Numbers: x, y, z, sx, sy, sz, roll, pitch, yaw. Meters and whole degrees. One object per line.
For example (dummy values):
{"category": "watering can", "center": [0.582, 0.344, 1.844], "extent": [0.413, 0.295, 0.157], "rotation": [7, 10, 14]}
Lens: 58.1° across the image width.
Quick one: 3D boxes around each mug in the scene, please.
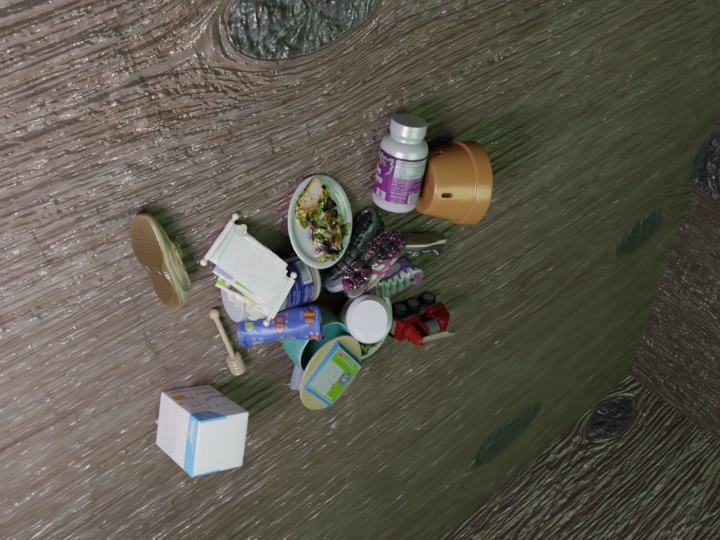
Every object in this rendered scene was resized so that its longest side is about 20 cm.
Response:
{"category": "mug", "center": [-0.120, 0.172, 1.591], "extent": [0.150, 0.114, 0.188], "rotation": [-17, 132, -36]}

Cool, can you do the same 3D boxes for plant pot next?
{"category": "plant pot", "center": [0.207, -0.211, 1.566], "extent": [0.137, 0.201, 0.203], "rotation": [-4, 125, -22]}

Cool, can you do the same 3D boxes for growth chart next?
{"category": "growth chart", "center": [-0.225, 0.004, 1.313], "extent": [0.200, 0.018, 0.145], "rotation": [44, 72, -16]}

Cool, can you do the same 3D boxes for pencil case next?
{"category": "pencil case", "center": [-0.177, 0.125, 1.455], "extent": [0.196, 0.080, 0.087], "rotation": [-5, 163, -2]}

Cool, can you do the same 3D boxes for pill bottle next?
{"category": "pill bottle", "center": [0.093, -0.244, 1.469], "extent": [0.111, 0.112, 0.203], "rotation": [-17, 131, -35]}
{"category": "pill bottle", "center": [-0.194, 0.036, 1.405], "extent": [0.197, 0.116, 0.117], "rotation": [-18, 132, -34]}
{"category": "pill bottle", "center": [0.020, 0.116, 1.542], "extent": [0.112, 0.112, 0.200], "rotation": [-48, 177, -3]}

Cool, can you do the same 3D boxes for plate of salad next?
{"category": "plate of salad", "center": [-0.078, -0.106, 1.408], "extent": [0.198, 0.047, 0.205], "rotation": [-3, 94, -49]}
{"category": "plate of salad", "center": [0.018, 0.144, 1.722], "extent": [0.198, 0.048, 0.204], "rotation": [-17, 115, -39]}

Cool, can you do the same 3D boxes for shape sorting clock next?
{"category": "shape sorting clock", "center": [-0.072, 0.247, 1.574], "extent": [0.198, 0.039, 0.203], "rotation": [-28, 135, -32]}

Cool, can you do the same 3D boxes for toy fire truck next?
{"category": "toy fire truck", "center": [0.197, 0.156, 1.828], "extent": [0.174, 0.200, 0.131], "rotation": [-16, 132, -36]}

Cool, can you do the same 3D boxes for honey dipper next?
{"category": "honey dipper", "center": [-0.301, 0.160, 1.462], "extent": [0.038, 0.038, 0.202], "rotation": [-31, 136, -22]}

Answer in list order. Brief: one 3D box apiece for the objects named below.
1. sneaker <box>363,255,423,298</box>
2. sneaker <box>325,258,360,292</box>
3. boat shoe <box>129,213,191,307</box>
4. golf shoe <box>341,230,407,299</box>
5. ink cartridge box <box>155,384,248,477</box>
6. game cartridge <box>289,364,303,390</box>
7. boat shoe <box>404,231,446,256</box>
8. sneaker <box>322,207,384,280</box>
{"category": "sneaker", "center": [0.061, 0.017, 1.679], "extent": [0.197, 0.089, 0.081], "rotation": [-19, 146, -16]}
{"category": "sneaker", "center": [0.000, 0.000, 1.605], "extent": [0.199, 0.073, 0.072], "rotation": [-36, 137, -18]}
{"category": "boat shoe", "center": [-0.373, -0.027, 1.221], "extent": [0.065, 0.070, 0.203], "rotation": [-62, 150, -49]}
{"category": "golf shoe", "center": [0.032, -0.015, 1.534], "extent": [0.199, 0.073, 0.092], "rotation": [-41, 160, -14]}
{"category": "ink cartridge box", "center": [-0.360, 0.345, 1.438], "extent": [0.127, 0.198, 0.128], "rotation": [0, 103, -44]}
{"category": "game cartridge", "center": [-0.095, 0.243, 1.739], "extent": [0.198, 0.040, 0.135], "rotation": [-7, 129, -42]}
{"category": "boat shoe", "center": [0.156, -0.059, 1.717], "extent": [0.198, 0.072, 0.064], "rotation": [-9, 124, -47]}
{"category": "sneaker", "center": [-0.010, -0.051, 1.553], "extent": [0.201, 0.075, 0.079], "rotation": [-51, 145, 1]}
